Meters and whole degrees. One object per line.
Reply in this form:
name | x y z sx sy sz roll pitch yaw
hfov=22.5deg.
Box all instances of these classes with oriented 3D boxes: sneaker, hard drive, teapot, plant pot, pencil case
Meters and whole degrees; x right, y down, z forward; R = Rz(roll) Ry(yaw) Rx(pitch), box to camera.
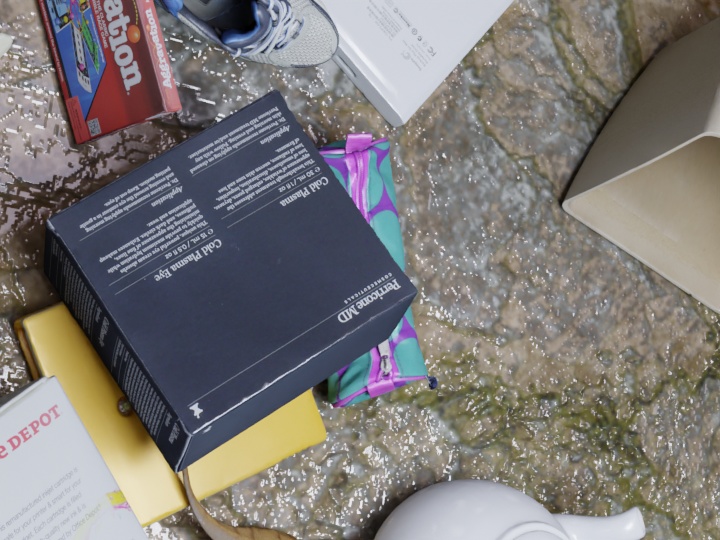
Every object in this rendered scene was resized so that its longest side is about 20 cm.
sneaker | -0.087 -0.188 1.358 0.199 0.085 0.077 19 113 -42
hard drive | 0.049 -0.235 1.492 0.132 0.026 0.200 47 66 -15
teapot | 0.103 0.254 1.381 0.196 0.145 0.202 24 71 -35
plant pot | 0.323 -0.105 1.534 0.199 0.199 0.178 32 61 -20
pencil case | 0.000 0.000 1.404 0.084 0.092 0.202 -9 87 -16

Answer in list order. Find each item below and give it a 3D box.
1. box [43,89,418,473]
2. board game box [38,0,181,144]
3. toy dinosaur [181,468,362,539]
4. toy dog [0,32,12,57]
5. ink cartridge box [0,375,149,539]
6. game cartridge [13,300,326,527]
box | -0.095 0.008 1.289 0.199 0.104 0.183 -31 77 -20
board game box | -0.195 -0.202 1.322 0.019 0.102 0.202 -17 92 -50
toy dinosaur | -0.077 0.216 1.369 0.199 0.060 0.107 24 59 -35
toy dog | -0.330 -0.195 1.236 0.192 0.139 0.202 10 80 -12
ink cartridge box | -0.230 0.196 1.246 0.145 0.087 0.201 -39 105 -49
game cartridge | -0.139 0.084 1.362 0.199 0.032 0.178 -22 95 -29
